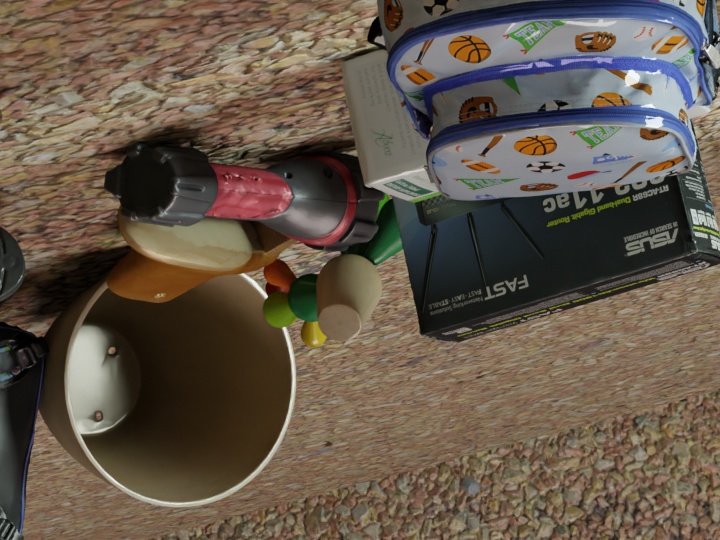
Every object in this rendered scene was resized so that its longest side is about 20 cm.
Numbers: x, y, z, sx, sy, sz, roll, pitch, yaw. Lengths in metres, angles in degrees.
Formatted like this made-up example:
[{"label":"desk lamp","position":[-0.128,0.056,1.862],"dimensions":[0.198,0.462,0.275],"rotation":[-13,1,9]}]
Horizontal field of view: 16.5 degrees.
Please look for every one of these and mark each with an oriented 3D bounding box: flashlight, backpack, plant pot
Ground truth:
[{"label":"flashlight","position":[-0.069,-0.049,1.614],"dimensions":[0.200,0.068,0.068],"rotation":[4,134,-52]},{"label":"backpack","position":[-0.348,0.117,1.845],"dimensions":[0.199,0.184,0.134],"rotation":[8,178,-23]},{"label":"backpack","position":[0.091,-0.121,1.255],"dimensions":[0.199,0.155,0.191],"rotation":[-11,159,9]},{"label":"plant pot","position":[-0.177,0.084,1.916],"dimensions":[0.186,0.188,0.200],"rotation":[-6,-179,-28]}]

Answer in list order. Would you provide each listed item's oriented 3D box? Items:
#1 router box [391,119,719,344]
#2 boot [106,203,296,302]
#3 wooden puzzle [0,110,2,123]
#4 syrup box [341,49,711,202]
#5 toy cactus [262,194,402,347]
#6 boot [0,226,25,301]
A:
[{"label":"router box","position":[0.119,-0.052,1.585],"dimensions":[0.199,0.151,0.062],"rotation":[-18,167,24]},{"label":"boot","position":[-0.130,-0.012,1.700],"dimensions":[0.144,0.071,0.201],"rotation":[-25,168,37]},{"label":"wooden puzzle","position":[-0.307,-0.058,1.396],"dimensions":[0.184,0.037,0.200],"rotation":[-9,173,-20]},{"label":"syrup box","position":[0.098,-0.108,1.467],"dimensions":[0.199,0.082,0.079],"rotation":[-15,169,20]},{"label":"toy cactus","position":[0.000,0.000,1.744],"dimensions":[0.199,0.102,0.165],"rotation":[-28,-157,24]},{"label":"boot","position":[-0.304,0.021,1.684],"dimensions":[0.164,0.066,0.200],"rotation":[-3,164,-5]}]
